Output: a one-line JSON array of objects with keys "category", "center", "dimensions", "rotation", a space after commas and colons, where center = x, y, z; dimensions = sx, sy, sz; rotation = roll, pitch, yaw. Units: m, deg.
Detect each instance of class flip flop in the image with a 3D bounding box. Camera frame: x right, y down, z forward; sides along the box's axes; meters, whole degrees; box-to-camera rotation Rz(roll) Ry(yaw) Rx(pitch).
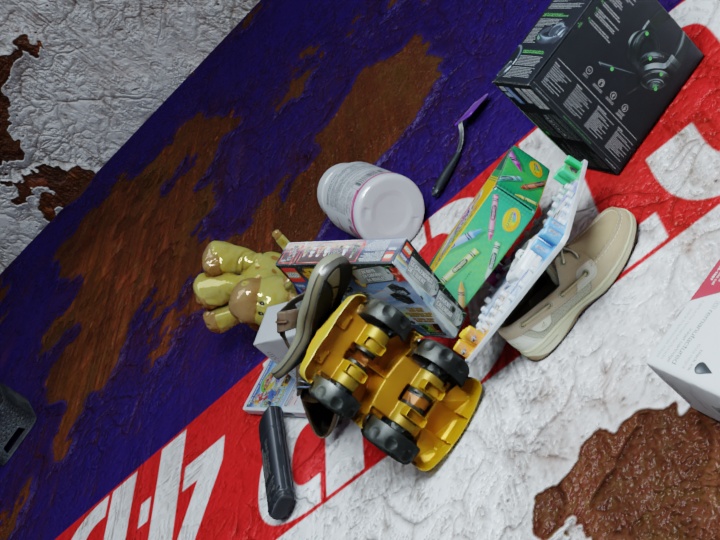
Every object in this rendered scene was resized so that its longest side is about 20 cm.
[{"category": "flip flop", "center": [-0.065, 0.048, 1.230], "dimensions": [0.081, 0.057, 0.200], "rotation": [-39, -21, -41]}]

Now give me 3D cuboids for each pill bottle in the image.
[{"category": "pill bottle", "center": [0.010, -0.106, 1.643], "dimensions": [0.114, 0.113, 0.200], "rotation": [-53, 25, -2]}]

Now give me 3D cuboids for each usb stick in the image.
[{"category": "usb stick", "center": [-0.115, 0.259, 1.459], "dimensions": [0.200, 0.032, 0.056], "rotation": [-107, 37, -61]}]

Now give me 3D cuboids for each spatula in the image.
[{"category": "spatula", "center": [0.149, -0.193, 1.629], "dimensions": [0.056, 0.020, 0.201], "rotation": [-31, 32, 61]}]

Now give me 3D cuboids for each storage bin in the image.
[{"category": "storage bin", "center": [-0.848, 0.354, 2.500], "dimensions": [0.135, 0.094, 0.200], "rotation": [-55, 26, -7]}]

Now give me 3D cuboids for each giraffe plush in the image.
[{"category": "giraffe plush", "center": [-0.158, 0.043, 1.694], "dimensions": [0.199, 0.173, 0.162], "rotation": [-18, 26, -7]}]

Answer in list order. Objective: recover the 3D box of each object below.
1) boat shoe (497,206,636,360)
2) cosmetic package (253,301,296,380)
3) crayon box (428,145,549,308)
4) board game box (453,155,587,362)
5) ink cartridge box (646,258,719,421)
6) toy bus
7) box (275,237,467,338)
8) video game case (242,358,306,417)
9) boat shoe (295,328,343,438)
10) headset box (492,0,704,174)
[{"category": "boat shoe", "center": [0.229, 0.004, 1.186], "dimensions": [0.200, 0.065, 0.072], "rotation": [-52, 25, 1]}, {"category": "cosmetic package", "center": [-0.040, 0.086, 1.460], "dimensions": [0.199, 0.102, 0.074], "rotation": [-18, 41, 40]}, {"category": "crayon box", "center": [0.144, -0.039, 1.282], "dimensions": [0.200, 0.058, 0.119], "rotation": [-56, 2, 34]}, {"category": "board game box", "center": [0.182, -0.018, 1.214], "dimensions": [0.200, 0.026, 0.200], "rotation": [-57, 2, 35]}, {"category": "ink cartridge box", "center": [0.356, 0.067, 0.871], "dimensions": [0.147, 0.083, 0.200], "rotation": [-53, 25, -5]}, {"category": "toy bus", "center": [0.013, 0.121, 1.255], "dimensions": [0.136, 0.200, 0.192], "rotation": [-55, 18, -9]}, {"category": "box", "center": [0.010, 0.021, 1.260], "dimensions": [0.199, 0.137, 0.040], "rotation": [0, 51, 45]}, {"category": "video game case", "center": [-0.091, 0.151, 1.587], "dimensions": [0.200, 0.018, 0.144], "rotation": [-8, 50, 55]}, {"category": "boat shoe", "center": [-0.046, 0.136, 1.354], "dimensions": [0.072, 0.201, 0.073], "rotation": [4, 43, 18]}, {"category": "headset box", "center": [0.291, -0.251, 1.289], "dimensions": [0.200, 0.174, 0.093], "rotation": [-54, 26, -3]}]
